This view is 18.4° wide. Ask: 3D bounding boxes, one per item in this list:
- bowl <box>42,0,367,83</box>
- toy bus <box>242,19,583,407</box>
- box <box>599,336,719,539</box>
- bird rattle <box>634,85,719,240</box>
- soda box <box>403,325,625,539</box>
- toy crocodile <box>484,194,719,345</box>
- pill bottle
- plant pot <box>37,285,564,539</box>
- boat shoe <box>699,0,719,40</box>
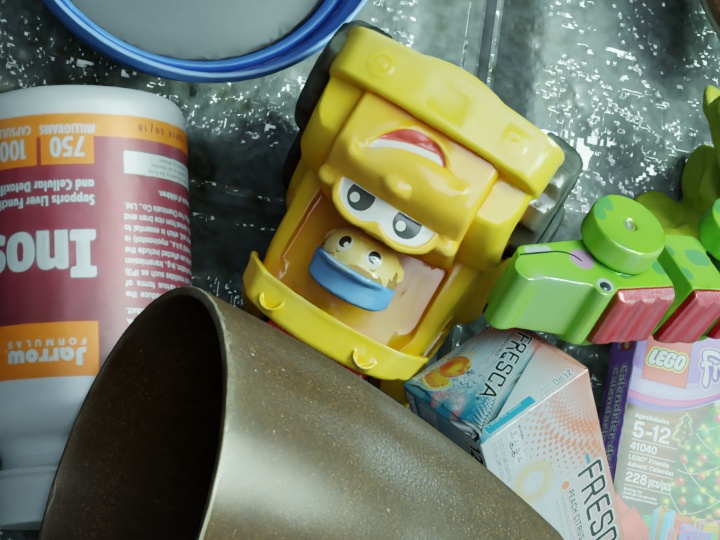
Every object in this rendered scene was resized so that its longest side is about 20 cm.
[{"bbox_3d":[-0.080,-0.187,1.086,0.200,0.039,0.202,3,79,-18],"label":"bowl"},{"bbox_3d":[0.000,0.000,1.063,0.135,0.200,0.192,33,78,5],"label":"toy bus"},{"bbox_3d":[0.221,0.116,1.196,0.199,0.039,0.138,14,76,-15],"label":"box"},{"bbox_3d":[0.255,-0.022,1.173,0.200,0.113,0.163,44,56,14],"label":"bird rattle"},{"bbox_3d":[0.083,0.123,1.081,0.068,0.064,0.201,-33,130,-20],"label":"soda box"},{"bbox_3d":[0.145,0.008,1.051,0.199,0.068,0.062,-1,48,-37],"label":"toy crocodile"},{"bbox_3d":[-0.135,0.020,1.061,0.112,0.113,0.201,-1,80,-18],"label":"pill bottle"},{"bbox_3d":[-0.014,0.127,0.952,0.199,0.187,0.188,20,75,-24],"label":"plant pot"},{"bbox_3d":[0.210,-0.195,1.163,0.075,0.072,0.201,-12,83,-6],"label":"boat shoe"}]
